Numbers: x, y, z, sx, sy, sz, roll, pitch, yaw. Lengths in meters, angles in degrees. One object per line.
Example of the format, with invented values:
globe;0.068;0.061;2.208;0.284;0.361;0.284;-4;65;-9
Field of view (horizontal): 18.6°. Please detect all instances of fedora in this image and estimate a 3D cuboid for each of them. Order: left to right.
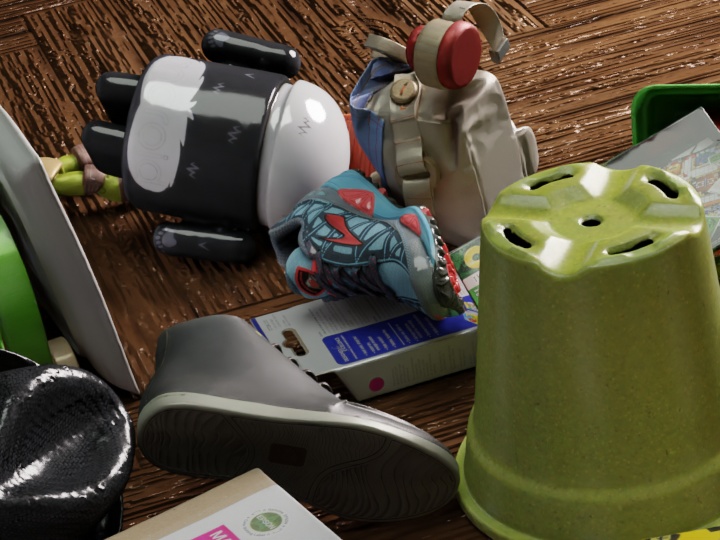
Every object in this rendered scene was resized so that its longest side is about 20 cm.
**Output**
fedora;-0.198;0.114;1.276;0.092;0.201;0.201;-35;11;37

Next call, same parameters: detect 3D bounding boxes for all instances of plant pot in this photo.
plant pot;0.146;0.043;1.319;0.200;0.185;0.201;-6;29;3

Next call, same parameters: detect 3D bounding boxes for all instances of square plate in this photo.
square plate;-0.226;-0.027;1.530;0.028;0.199;0.200;-27;33;-13

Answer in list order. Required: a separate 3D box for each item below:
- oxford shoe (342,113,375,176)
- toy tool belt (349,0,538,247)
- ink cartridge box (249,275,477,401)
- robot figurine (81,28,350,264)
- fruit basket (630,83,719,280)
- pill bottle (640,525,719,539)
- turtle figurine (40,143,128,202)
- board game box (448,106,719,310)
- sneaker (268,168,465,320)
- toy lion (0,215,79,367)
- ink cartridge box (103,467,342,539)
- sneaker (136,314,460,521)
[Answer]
oxford shoe;0.038;-0.077;1.700;0.200;0.071;0.072;19;11;43
toy tool belt;0.038;-0.104;1.537;0.123;0.200;0.125;16;57;30
ink cartridge box;0.033;0.040;1.507;0.199;0.037;0.095;-14;30;-14
robot figurine;-0.107;-0.095;1.674;0.199;0.151;0.125;11;22;8
fruit basket;0.285;-0.050;1.507;0.215;0.156;0.216;-3;12;1
pill bottle;0.180;0.189;1.125;0.199;0.115;0.114;-10;29;-3
turtle figurine;-0.252;-0.070;1.744;0.161;0.065;0.200;-8;20;-15
board game box;0.166;-0.019;1.458;0.200;0.023;0.105;-30;57;2
sneaker;0.000;0.000;1.494;0.095;0.079;0.200;-28;25;-15
toy lion;-0.265;-0.016;1.521;0.068;0.192;0.200;-20;32;-18
ink cartridge box;-0.070;0.207;1.198;0.164;0.075;0.200;-24;32;-24
sneaker;-0.034;0.083;1.351;0.199;0.075;0.106;15;35;-9
